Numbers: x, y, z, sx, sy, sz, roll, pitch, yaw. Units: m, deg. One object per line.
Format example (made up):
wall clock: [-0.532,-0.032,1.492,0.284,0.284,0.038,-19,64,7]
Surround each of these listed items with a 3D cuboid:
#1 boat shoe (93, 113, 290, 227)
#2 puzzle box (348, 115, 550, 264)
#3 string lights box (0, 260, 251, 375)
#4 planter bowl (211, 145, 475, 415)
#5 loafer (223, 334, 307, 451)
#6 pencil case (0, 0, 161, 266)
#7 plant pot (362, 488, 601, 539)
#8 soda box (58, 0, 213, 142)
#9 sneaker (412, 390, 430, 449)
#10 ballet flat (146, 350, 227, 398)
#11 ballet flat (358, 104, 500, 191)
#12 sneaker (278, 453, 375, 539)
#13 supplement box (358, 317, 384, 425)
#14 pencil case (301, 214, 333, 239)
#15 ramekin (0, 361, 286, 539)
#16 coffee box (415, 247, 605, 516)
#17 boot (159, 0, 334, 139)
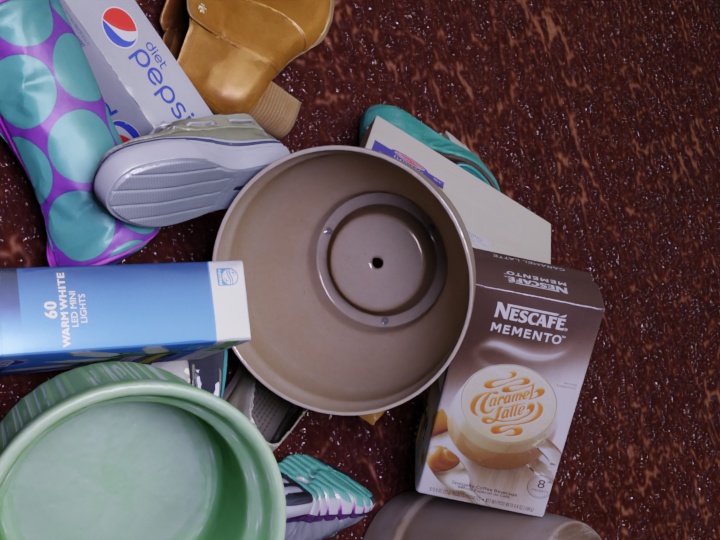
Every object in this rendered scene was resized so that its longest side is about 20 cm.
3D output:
boat shoe: [-0.127,-0.078,0.852,0.062,0.072,0.200,48,26,17]
puzzle box: [0.082,-0.054,1.042,0.200,0.025,0.133,31,30,-8]
string lights box: [-0.187,0.033,0.786,0.200,0.103,0.059,-3,80,-29]
planter bowl: [0.000,0.000,0.914,0.135,0.200,0.201,-29,100,-73]
loafer: [-0.062,0.086,0.967,0.076,0.068,0.200,46,49,-27]
pencil case: [-0.221,-0.094,0.841,0.092,0.085,0.200,-30,102,-27]
plant pot: [0.124,0.286,1.027,0.200,0.173,0.200,17,67,-44]
soda box: [-0.186,-0.148,0.908,0.200,0.068,0.063,56,43,-18]
sneaker: [0.117,0.101,1.063,0.070,0.090,0.200,-40,152,-55]
ballet flat: [-0.140,0.111,0.879,0.073,0.073,0.200,14,70,-44]
ballet flat: [0.073,-0.119,1.183,0.200,0.067,0.071,23,48,-43]
sneaker: [-0.059,0.201,0.941,0.088,0.074,0.200,-60,154,4]
supplement box: [0.048,0.040,1.046,0.069,0.067,0.200,34,55,7]
pencil case: [-0.021,-0.061,1.052,0.200,0.078,0.090,1,71,-47]
ramekin: [-0.158,0.156,0.766,0.200,0.098,0.200,-5,103,-22]
coffee box: [0.121,0.094,0.981,0.080,0.114,0.200,-81,-178,-68]
boot: [-0.101,-0.227,1.022,0.144,0.071,0.202,30,62,-41]
